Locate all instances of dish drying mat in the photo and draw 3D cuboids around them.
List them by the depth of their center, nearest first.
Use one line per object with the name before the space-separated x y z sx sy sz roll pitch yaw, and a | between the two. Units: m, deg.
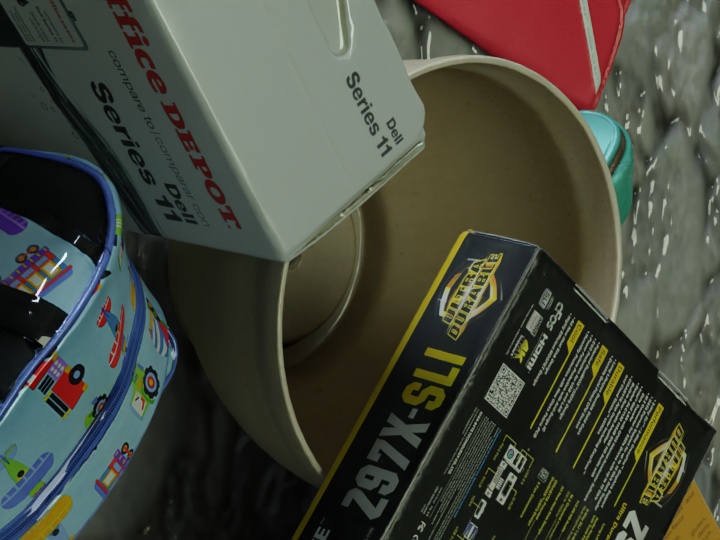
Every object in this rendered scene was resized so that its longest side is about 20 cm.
dish drying mat | 0.065 -0.152 0.983 0.200 0.018 0.077 29 78 -41

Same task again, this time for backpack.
backpack | -0.147 0.043 0.705 0.183 0.200 0.135 -54 127 -22

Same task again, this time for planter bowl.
planter bowl | 0.000 0.000 0.871 0.200 0.135 0.201 -11 106 -40

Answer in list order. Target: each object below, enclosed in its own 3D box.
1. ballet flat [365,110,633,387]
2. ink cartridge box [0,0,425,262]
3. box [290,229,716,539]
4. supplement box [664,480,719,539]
ballet flat | 0.078 0.009 0.993 0.200 0.067 0.070 -51 145 -21
ink cartridge box | -0.089 -0.092 0.733 0.083 0.200 0.147 -43 122 -28
box | 0.054 0.109 0.819 0.160 0.049 0.200 43 70 -41
supplement box | 0.146 0.134 1.070 0.069 0.066 0.200 -43 122 -24
